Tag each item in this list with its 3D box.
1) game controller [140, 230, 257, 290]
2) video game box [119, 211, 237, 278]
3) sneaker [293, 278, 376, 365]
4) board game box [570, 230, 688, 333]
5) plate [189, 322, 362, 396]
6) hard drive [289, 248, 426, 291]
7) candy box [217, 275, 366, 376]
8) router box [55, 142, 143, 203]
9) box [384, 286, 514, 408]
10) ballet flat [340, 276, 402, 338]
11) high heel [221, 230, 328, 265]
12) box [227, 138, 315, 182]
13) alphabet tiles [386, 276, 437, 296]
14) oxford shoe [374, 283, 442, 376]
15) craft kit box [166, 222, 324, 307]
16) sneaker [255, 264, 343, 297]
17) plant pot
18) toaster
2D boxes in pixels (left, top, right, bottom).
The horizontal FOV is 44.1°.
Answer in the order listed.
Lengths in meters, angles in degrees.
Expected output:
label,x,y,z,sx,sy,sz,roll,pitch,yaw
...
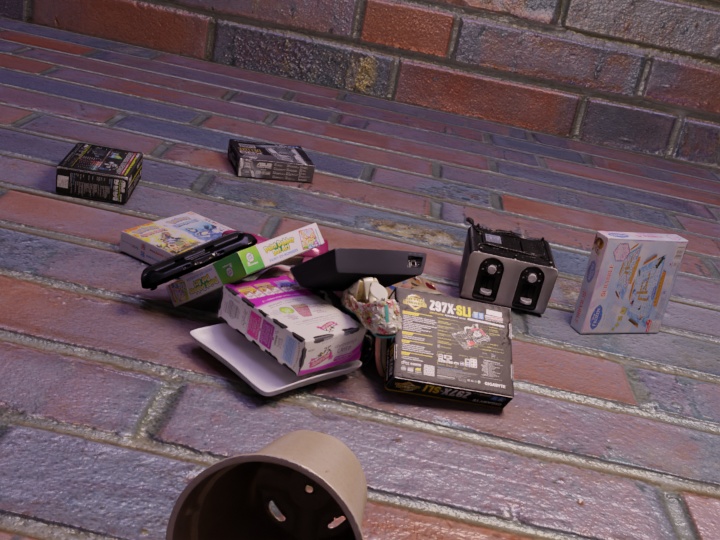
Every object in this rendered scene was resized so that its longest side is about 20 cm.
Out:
label,x,y,z,sx,sy,sz,roll,pitch,yaw
game controller,-0.266,-0.015,1.466,0.199,0.042,0.104,-25,17,-18
video game box,-0.320,-0.048,1.687,0.181,0.047,0.200,20,23,25
sneaker,-0.034,0.079,1.478,0.200,0.067,0.090,42,23,22
board game box,0.522,0.025,1.731,0.197,0.202,0.041,2,22,-25
plate,-0.132,0.130,1.369,0.198,0.033,0.199,-11,32,-44
hard drive,0.000,0.000,1.436,0.199,0.043,0.134,2,-16,-42
candy box,-0.107,0.080,1.376,0.136,0.062,0.199,-9,30,-46
router box,-0.564,-0.214,1.936,0.148,0.063,0.200,8,22,-7
box,0.140,0.121,1.391,0.198,0.049,0.161,10,56,-12
ballet flat,0.019,0.045,1.366,0.075,0.065,0.200,-5,15,-18
high heel,-0.156,-0.052,1.661,0.198,0.067,0.097,21,59,-6
box,-0.232,-0.281,2.282,0.198,0.050,0.158,4,24,-20
alphabet tiles,0.070,0.041,1.584,0.199,0.008,0.168,24,31,-24
oxford shoe,0.078,0.092,1.444,0.073,0.071,0.201,1,42,25
craft kit box,-0.193,-0.010,1.495,0.199,0.049,0.197,-22,5,40
sneaker,-0.096,0.042,1.540,0.198,0.076,0.104,12,16,22
plant pot,-0.072,0.257,0.919,0.198,0.203,0.183,15,11,9
toaster,0.292,-0.008,1.801,0.179,0.120,0.200,12,23,0
